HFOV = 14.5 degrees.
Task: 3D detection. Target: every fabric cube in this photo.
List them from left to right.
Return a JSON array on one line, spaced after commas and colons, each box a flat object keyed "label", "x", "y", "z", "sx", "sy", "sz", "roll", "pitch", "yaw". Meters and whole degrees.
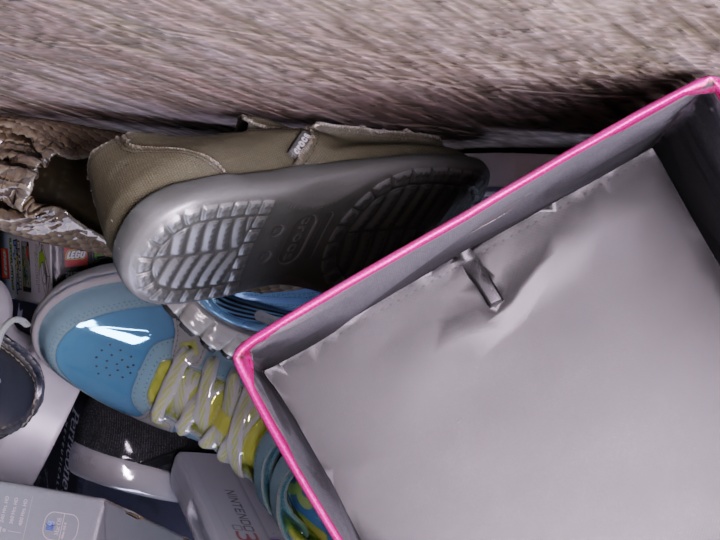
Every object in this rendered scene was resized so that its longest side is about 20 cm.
[{"label": "fabric cube", "x": 0.085, "y": 0.069, "z": 1.048, "sx": 0.196, "sy": 0.200, "sz": 0.199, "roll": -30, "pitch": 177, "yaw": -3}]

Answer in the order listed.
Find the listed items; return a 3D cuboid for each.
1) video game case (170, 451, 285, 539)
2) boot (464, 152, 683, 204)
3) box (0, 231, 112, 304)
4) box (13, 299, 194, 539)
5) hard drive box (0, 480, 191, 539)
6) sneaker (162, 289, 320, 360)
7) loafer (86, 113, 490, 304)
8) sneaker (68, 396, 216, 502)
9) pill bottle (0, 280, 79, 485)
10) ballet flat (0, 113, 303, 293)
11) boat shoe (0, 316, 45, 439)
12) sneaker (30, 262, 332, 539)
[{"label": "video game case", "x": 0.023, "y": 0.135, "z": 1.336, "sx": 0.199, "sy": 0.024, "sz": 0.182, "roll": 6, "pitch": -162, "yaw": -17}, {"label": "boot", "x": 0.126, "y": -0.003, "z": 1.201, "sx": 0.199, "sy": 0.091, "sz": 0.073, "roll": 0, "pitch": 175, "yaw": 31}, {"label": "box", "x": -0.071, "y": -0.007, "z": 1.410, "sx": 0.199, "sy": 0.035, "sz": 0.110, "roll": -4, "pitch": -176, "yaw": -21}, {"label": "box", "x": -0.138, "y": 0.108, "z": 1.600, "sx": 0.117, "sy": 0.197, "sz": 0.200, "roll": -3, "pitch": -151, "yaw": -23}, {"label": "hard drive box", "x": -0.190, "y": 0.140, "z": 1.317, "sx": 0.199, "sy": 0.077, "sz": 0.156, "roll": 7, "pitch": 168, "yaw": 17}, {"label": "sneaker", "x": 0.000, "y": 0.000, "z": 1.285, "sx": 0.200, "sy": 0.090, "sz": 0.078, "roll": 10, "pitch": -152, "yaw": -48}, {"label": "loafer", "x": -0.027, "y": -0.035, "z": 1.126, "sx": 0.200, "sy": 0.075, "sz": 0.070, "roll": -2, "pitch": -137, "yaw": -48}, {"label": "sneaker", "x": -0.050, "y": 0.069, "z": 1.451, "sx": 0.200, "sy": 0.112, "sz": 0.073, "roll": 14, "pitch": -178, "yaw": -43}, {"label": "pill bottle", "x": -0.235, "y": 0.034, "z": 1.358, "sx": 0.200, "sy": 0.112, "sz": 0.111, "roll": 27, "pitch": 172, "yaw": -7}, {"label": "ballet flat", "x": -0.075, "y": -0.029, "z": 1.174, "sx": 0.199, "sy": 0.068, "sz": 0.046, "roll": 11, "pitch": -175, "yaw": -25}, {"label": "boat shoe", "x": -0.191, "y": 0.043, "z": 1.224, "sx": 0.062, "sy": 0.075, "sz": 0.200, "roll": 3, "pitch": 168, "yaw": 29}, {"label": "sneaker", "x": -0.053, "y": 0.066, "z": 1.296, "sx": 0.199, "sy": 0.080, "sz": 0.131, "roll": 15, "pitch": -155, "yaw": -15}]
